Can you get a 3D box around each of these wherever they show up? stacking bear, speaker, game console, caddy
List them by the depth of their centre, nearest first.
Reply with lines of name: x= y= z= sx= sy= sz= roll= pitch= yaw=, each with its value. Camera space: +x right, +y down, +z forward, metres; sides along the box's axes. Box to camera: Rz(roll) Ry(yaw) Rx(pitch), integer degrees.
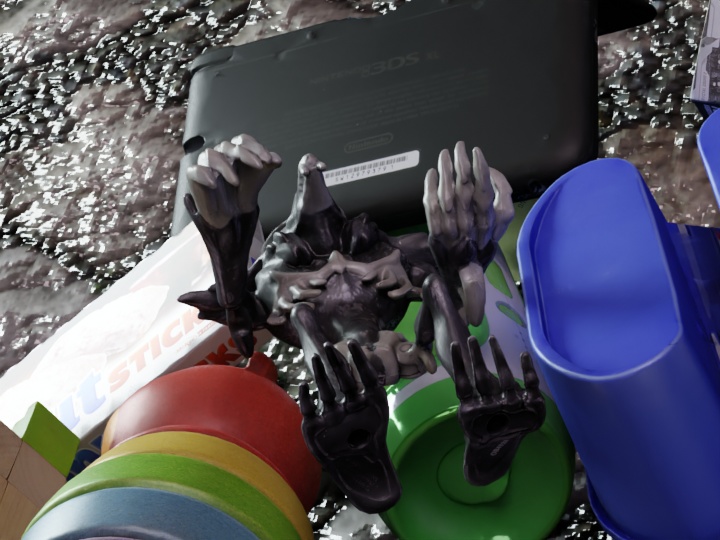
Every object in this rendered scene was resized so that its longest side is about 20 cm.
stacking bear: x=-0.066 y=0.102 z=0.689 sx=0.113 sy=0.122 sz=0.200 roll=8 pitch=28 yaw=8
caddy: x=0.137 y=0.024 z=0.717 sx=0.141 sy=0.105 sz=0.200 roll=-22 pitch=26 yaw=12
speaker: x=0.033 y=0.039 z=0.826 sx=0.088 sy=0.089 sz=0.200 roll=-13 pitch=26 yaw=-1
game console: x=0.030 y=-0.065 z=0.922 sx=0.199 sy=0.116 sz=0.177 roll=-13 pitch=52 yaw=23

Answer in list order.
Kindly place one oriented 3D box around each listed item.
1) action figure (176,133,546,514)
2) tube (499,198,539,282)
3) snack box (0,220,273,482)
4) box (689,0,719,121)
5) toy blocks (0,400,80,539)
action figure: x=0.000 y=0.000 z=0.709 sx=0.118 sy=0.103 sz=0.200 roll=-7 pitch=25 yaw=-14
tube: x=0.110 y=-0.007 z=0.917 sx=0.199 sy=0.052 sz=0.058 roll=28 pitch=96 yaw=26
snack box: x=-0.117 y=0.053 z=0.854 sx=0.200 sy=0.024 sz=0.072 roll=-38 pitch=40 yaw=19
box: x=0.233 y=-0.059 z=0.841 sx=0.157 sy=0.200 sz=0.050 roll=10 pitch=84 yaw=20
toy blocks: x=-0.189 y=0.142 z=0.743 sx=0.136 sy=0.100 sz=0.200 roll=-34 pitch=24 yaw=25
